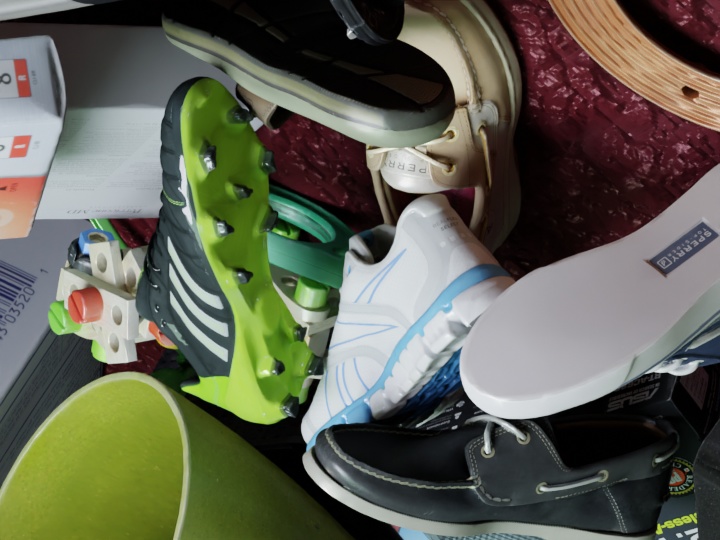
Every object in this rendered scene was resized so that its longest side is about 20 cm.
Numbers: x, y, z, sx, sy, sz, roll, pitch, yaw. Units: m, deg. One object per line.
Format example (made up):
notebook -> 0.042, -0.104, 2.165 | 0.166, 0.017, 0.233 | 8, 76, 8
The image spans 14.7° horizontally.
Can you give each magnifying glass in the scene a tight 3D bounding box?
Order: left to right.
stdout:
magnifying glass -> 0.000, 0.000, 1.450 | 0.200, 0.080, 0.022 | 31, 110, 23

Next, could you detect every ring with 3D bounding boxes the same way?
ring -> 0.168, -0.131, 1.223 | 0.200, 0.019, 0.201 | 19, 145, 14

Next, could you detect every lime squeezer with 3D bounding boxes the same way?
lime squeezer -> -0.122, 0.054, 1.592 | 0.071, 0.200, 0.038 | -1, 179, -42

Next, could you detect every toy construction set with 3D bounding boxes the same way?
toy construction set -> -0.086, 0.021, 1.481 | 0.131, 0.200, 0.092 | 43, 117, 40

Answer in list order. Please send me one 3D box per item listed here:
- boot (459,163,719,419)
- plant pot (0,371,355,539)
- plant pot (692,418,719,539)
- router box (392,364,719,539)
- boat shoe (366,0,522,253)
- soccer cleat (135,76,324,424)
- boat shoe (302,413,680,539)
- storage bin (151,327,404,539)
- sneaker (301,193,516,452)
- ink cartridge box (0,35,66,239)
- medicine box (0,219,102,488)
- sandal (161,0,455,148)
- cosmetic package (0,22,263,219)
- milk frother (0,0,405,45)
boot -> 0.136, 0.027, 1.306 | 0.073, 0.200, 0.090 | 50, 162, 34
plant pot -> -0.077, 0.177, 1.524 | 0.200, 0.187, 0.187 | 27, 153, -35
plant pot -> 0.268, 0.117, 1.332 | 0.177, 0.200, 0.200 | 23, 148, 27
router box -> 0.125, 0.123, 1.509 | 0.200, 0.062, 0.150 | -20, 125, 32
boat shoe -> 0.037, -0.063, 1.363 | 0.074, 0.069, 0.200 | 12, 143, 24
soccer cleat -> -0.076, -0.007, 1.336 | 0.081, 0.068, 0.200 | 11, 133, 27
boat shoe -> 0.066, 0.091, 1.373 | 0.200, 0.072, 0.068 | 8, 116, -26
storage bin -> -0.038, 0.115, 1.634 | 0.200, 0.094, 0.135 | -8, 132, 42
sneaker -> 0.016, 0.026, 1.380 | 0.087, 0.075, 0.200 | 61, 145, 15
ink cartridge box -> -0.241, -0.049, 1.272 | 0.200, 0.050, 0.162 | -9, 164, -15
medicine box -> -0.235, 0.076, 1.646 | 0.103, 0.182, 0.200 | 24, 146, 8
sandal -> -0.030, -0.089, 1.306 | 0.201, 0.080, 0.057 | 39, 142, 49
cosmetic package -> -0.164, -0.073, 1.415 | 0.200, 0.052, 0.151 | -1, 158, -31
milk frother -> -0.102, -0.155, 1.247 | 0.188, 0.181, 0.200 | -4, 128, 37
